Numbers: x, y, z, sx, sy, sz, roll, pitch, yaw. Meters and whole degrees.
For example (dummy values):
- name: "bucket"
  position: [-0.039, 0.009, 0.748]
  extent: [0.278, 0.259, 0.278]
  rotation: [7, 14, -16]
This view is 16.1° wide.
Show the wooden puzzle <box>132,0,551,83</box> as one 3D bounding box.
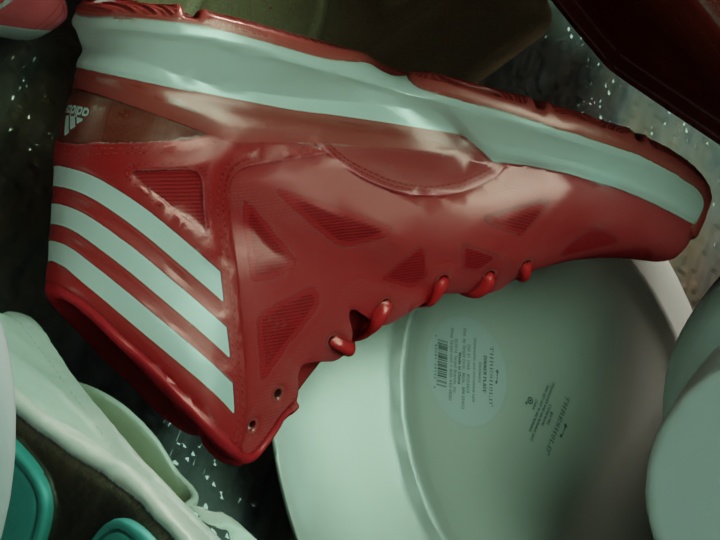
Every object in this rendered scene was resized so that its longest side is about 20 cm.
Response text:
- name: "wooden puzzle"
  position: [-0.023, -0.133, 0.759]
  extent: [0.185, 0.046, 0.200]
  rotation: [-38, 122, -43]

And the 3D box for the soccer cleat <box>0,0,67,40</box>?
- name: "soccer cleat"
  position: [-0.115, -0.160, 0.729]
  extent: [0.073, 0.068, 0.200]
  rotation: [29, 52, -50]

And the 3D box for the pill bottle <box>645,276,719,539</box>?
- name: "pill bottle"
  position: [0.155, 0.037, 0.775]
  extent: [0.114, 0.114, 0.200]
  rotation: [58, 27, -3]

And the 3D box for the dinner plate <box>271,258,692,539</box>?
- name: "dinner plate"
  position: [0.053, 0.046, 0.773]
  extent: [0.200, 0.024, 0.201]
  rotation: [14, 68, -39]

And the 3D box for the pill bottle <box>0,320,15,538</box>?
- name: "pill bottle"
  position: [-0.186, 0.035, 0.546]
  extent: [0.200, 0.113, 0.114]
  rotation: [5, 68, -36]

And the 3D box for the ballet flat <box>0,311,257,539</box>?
- name: "ballet flat"
  position: [-0.055, 0.071, 0.620]
  extent: [0.069, 0.070, 0.200]
  rotation: [-12, 45, -41]

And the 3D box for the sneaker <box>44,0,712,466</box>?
- name: "sneaker"
  position: [0.000, 0.000, 0.706]
  extent: [0.200, 0.078, 0.116]
  rotation: [14, 92, -25]

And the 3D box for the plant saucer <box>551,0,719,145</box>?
- name: "plant saucer"
  position: [0.086, -0.087, 0.724]
  extent: [0.037, 0.200, 0.200]
  rotation: [-47, 129, -1]
